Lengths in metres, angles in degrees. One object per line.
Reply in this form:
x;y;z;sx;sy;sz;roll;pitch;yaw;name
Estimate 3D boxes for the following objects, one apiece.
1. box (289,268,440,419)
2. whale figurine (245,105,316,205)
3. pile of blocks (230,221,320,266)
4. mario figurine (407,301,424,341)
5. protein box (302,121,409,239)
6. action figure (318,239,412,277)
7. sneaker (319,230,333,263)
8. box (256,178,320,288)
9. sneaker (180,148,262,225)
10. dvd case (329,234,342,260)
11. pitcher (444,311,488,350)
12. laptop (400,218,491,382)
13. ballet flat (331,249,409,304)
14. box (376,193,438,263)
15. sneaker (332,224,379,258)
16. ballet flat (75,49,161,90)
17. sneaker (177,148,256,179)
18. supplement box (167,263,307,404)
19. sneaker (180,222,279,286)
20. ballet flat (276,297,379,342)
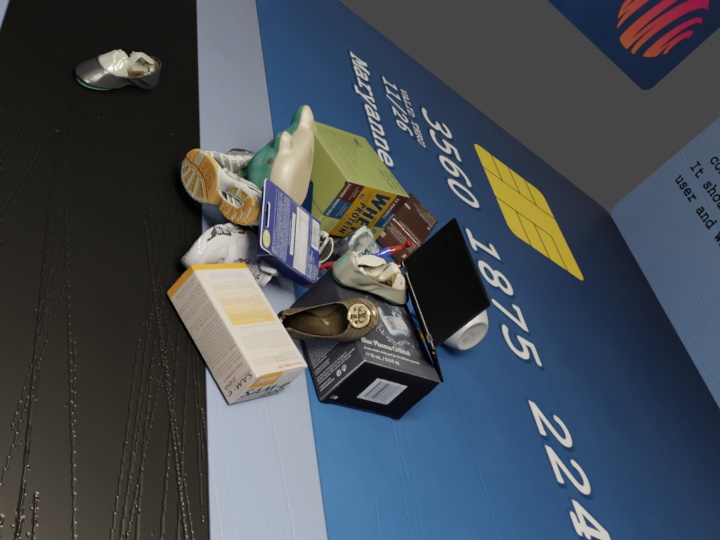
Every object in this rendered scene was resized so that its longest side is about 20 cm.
0.007;0.127;1.484;0.196;0.117;0.201;21;35;-43;box
-0.140;-0.200;1.546;0.159;0.103;0.202;73;31;-64;whale figurine
-0.160;-0.054;1.531;0.200;0.062;0.082;41;-15;-8;pile of blocks
0.072;0.068;1.667;0.200;0.105;0.124;39;43;-32;mario figurine
-0.045;-0.183;1.790;0.199;0.135;0.199;8;40;-50;protein box
0.000;0.000;1.567;0.099;0.198;0.066;-45;117;-77;action figure
-0.139;-0.084;1.624;0.199;0.075;0.081;39;0;-2;sneaker
-0.124;-0.060;1.431;0.200;0.032;0.123;41;48;-60;box
-0.225;-0.133;1.467;0.200;0.076;0.087;41;15;27;sneaker
0.003;-0.014;1.787;0.201;0.016;0.148;55;28;14;dvd case
0.194;0.080;1.854;0.200;0.121;0.171;53;9;36;pitcher
0.151;0.054;1.496;0.201;0.115;0.189;70;2;-54;laptop
0.035;0.011;1.483;0.199;0.064;0.068;18;33;-46;ballet flat
0.105;-0.099;1.998;0.100;0.075;0.200;46;28;-3;box
0.005;-0.035;1.689;0.087;0.077;0.200;58;14;4;sneaker
-0.430;-0.368;1.562;0.073;0.073;0.200;51;26;10;ballet flat
-0.257;-0.188;1.594;0.198;0.076;0.115;-3;17;-32;sneaker
-0.184;0.090;1.291;0.126;0.073;0.201;-1;54;-57;supplement box
-0.203;-0.015;1.406;0.115;0.075;0.200;46;22;5;sneaker
-0.061;0.079;1.376;0.046;0.198;0.068;17;71;-57;ballet flat
